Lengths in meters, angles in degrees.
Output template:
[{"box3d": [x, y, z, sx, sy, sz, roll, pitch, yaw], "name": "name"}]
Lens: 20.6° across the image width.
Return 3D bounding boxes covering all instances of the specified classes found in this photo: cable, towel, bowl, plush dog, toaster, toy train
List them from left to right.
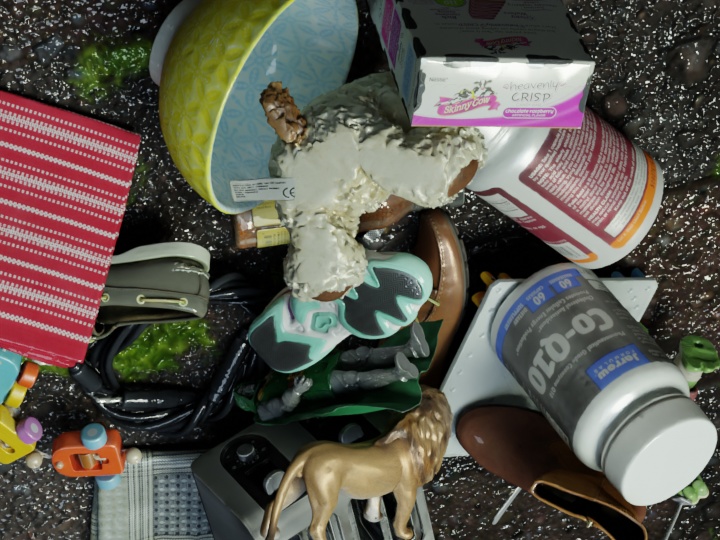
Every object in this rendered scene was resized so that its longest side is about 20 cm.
[{"box3d": [-0.268, -0.033, 1.597, 0.143, 0.022, 0.202, 17, 84, -21], "name": "towel"}, {"box3d": [-0.279, 0.112, 1.729, 0.149, 0.056, 0.201, -7, 134, 9], "name": "toy train"}, {"box3d": [-0.153, 0.075, 1.744, 0.199, 0.051, 0.164, -24, 126, 4], "name": "cable"}, {"box3d": [-0.161, 0.250, 1.877, 0.191, 0.035, 0.201, -1, 126, -12], "name": "towel"}, {"box3d": [-0.099, -0.157, 1.541, 0.107, 0.200, 0.201, 31, 124, 19], "name": "bowl"}, {"box3d": [-0.042, 0.224, 1.800, 0.180, 0.119, 0.201, -29, 129, -21], "name": "toaster"}, {"box3d": [-0.006, -0.096, 1.548, 0.161, 0.172, 0.200, 46, 111, -4], "name": "plush dog"}]

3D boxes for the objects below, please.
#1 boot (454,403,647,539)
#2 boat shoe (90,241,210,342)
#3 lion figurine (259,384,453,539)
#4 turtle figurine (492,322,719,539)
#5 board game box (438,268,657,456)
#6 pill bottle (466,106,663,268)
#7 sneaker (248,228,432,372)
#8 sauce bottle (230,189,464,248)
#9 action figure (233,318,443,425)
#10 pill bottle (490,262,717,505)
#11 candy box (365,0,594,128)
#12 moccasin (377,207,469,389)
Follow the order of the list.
[{"box3d": [0.156, 0.179, 1.675, 0.187, 0.200, 0.069, 33, 98, 7], "name": "boot"}, {"box3d": [-0.221, 0.025, 1.660, 0.200, 0.061, 0.072, -10, 157, 14], "name": "boat shoe"}, {"box3d": [-0.002, 0.169, 1.671, 0.199, 0.072, 0.124, -11, 118, -44], "name": "lion figurine"}, {"box3d": [0.248, 0.157, 1.792, 0.199, 0.143, 0.195, -27, 140, -42], "name": "turtle figurine"}, {"box3d": [0.153, 0.082, 1.791, 0.199, 0.026, 0.201, -1, 128, -37], "name": "board game box"}, {"box3d": [0.149, -0.096, 1.647, 0.199, 0.115, 0.114, 33, 113, -30], "name": "pill bottle"}, {"box3d": [0.000, 0.000, 1.672, 0.199, 0.140, 0.078, -22, 113, 40], "name": "sneaker"}, {"box3d": [-0.012, -0.060, 1.670, 0.198, 0.066, 0.067, -6, 126, -8], "name": "sauce bottle"}, {"box3d": [-0.031, 0.094, 1.710, 0.199, 0.118, 0.055, -17, 116, 34], "name": "action figure"}, {"box3d": [0.205, 0.096, 1.665, 0.113, 0.200, 0.114, -20, 137, -20], "name": "pill bottle"}, {"box3d": [0.087, -0.185, 1.518, 0.135, 0.201, 0.061, 0, 124, -12], "name": "candy box"}, {"box3d": [0.045, 0.032, 1.748, 0.077, 0.074, 0.202, -3, 135, -20], "name": "moccasin"}]
